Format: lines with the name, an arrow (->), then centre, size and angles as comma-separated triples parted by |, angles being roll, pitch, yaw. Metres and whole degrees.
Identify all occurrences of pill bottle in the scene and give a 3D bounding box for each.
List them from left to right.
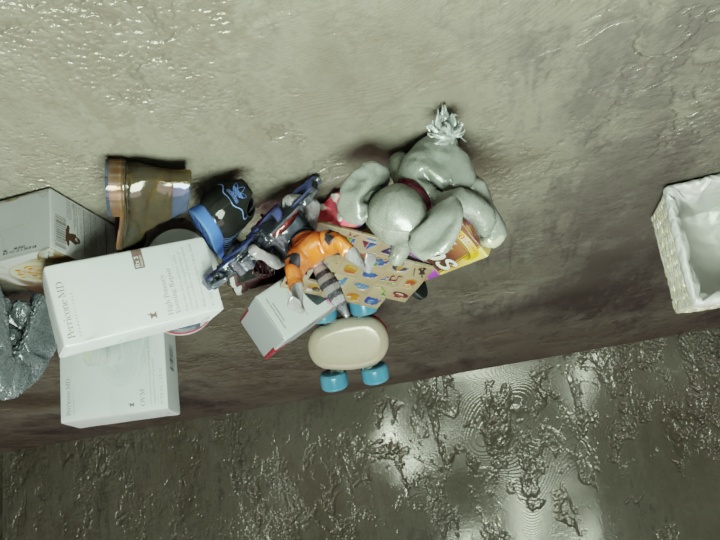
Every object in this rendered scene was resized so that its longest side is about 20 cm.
pill bottle -> -0.268, 0.016, 1.075 | 0.117, 0.122, 0.200 | -4, 162, -15

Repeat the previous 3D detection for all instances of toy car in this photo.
toy car -> -0.026, 0.137, 1.599 | 0.173, 0.189, 0.200 | -10, -167, 2

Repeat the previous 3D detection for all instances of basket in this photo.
basket -> 0.605, -0.046, 1.189 | 0.196, 0.203, 0.161 | -12, 167, 10

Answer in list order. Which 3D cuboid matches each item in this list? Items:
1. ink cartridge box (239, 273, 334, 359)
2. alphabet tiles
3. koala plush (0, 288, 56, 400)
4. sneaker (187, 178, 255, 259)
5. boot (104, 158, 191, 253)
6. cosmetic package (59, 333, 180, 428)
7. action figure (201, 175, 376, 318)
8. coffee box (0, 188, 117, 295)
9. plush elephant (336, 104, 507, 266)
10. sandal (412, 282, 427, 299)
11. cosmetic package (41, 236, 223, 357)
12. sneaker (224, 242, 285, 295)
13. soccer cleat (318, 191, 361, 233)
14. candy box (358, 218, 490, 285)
ink cartridge box -> -0.085, 0.043, 1.182 | 0.199, 0.083, 0.146 | -35, 175, -27
alphabet tiles -> 0.000, 0.000, 1.055 | 0.196, 0.008, 0.168 | 13, 143, -20
koala plush -> -0.609, 0.113, 1.171 | 0.197, 0.188, 0.176 | -5, 168, 34
sneaker -> -0.174, -0.068, 0.940 | 0.077, 0.071, 0.200 | -38, -175, -11
boot -> -0.253, -0.068, 0.886 | 0.095, 0.076, 0.200 | -2, 160, -13
cosmetic package -> -0.460, 0.182, 1.383 | 0.195, 0.204, 0.123 | -7, 164, -5
action figure -> -0.093, -0.010, 0.913 | 0.199, 0.194, 0.105 | -40, 132, -4
coffee box -> -0.393, -0.025, 0.947 | 0.112, 0.082, 0.200 | -12, 163, 9
plush elephant -> 0.068, -0.075, 0.857 | 0.155, 0.164, 0.201 | -45, 151, -15
sandal -> 0.054, 0.004, 1.289 | 0.047, 0.077, 0.199 | -24, 149, 29
cosmetic package -> -0.283, 0.031, 0.903 | 0.197, 0.104, 0.074 | -14, 171, -30
sneaker -> -0.156, -0.017, 1.135 | 0.113, 0.077, 0.200 | -13, 173, -7
soccer cleat -> -0.053, -0.058, 1.048 | 0.075, 0.068, 0.199 | -1, 160, -39
candy box -> 0.082, -0.046, 1.068 | 0.198, 0.057, 0.117 | -24, 120, 38
